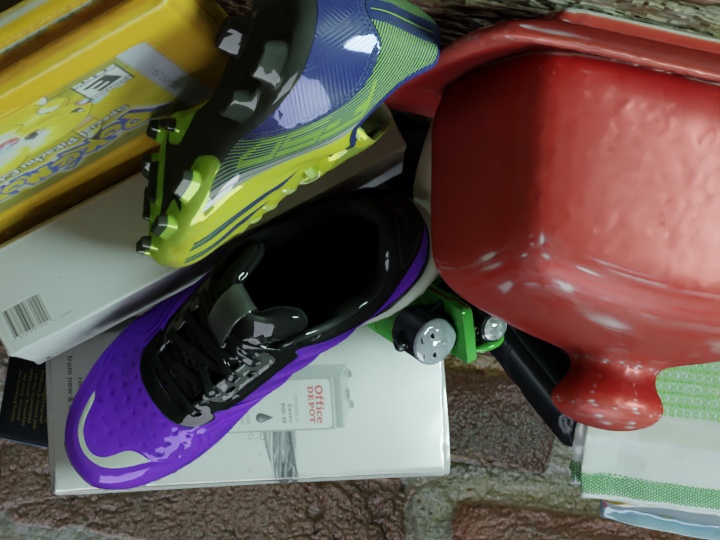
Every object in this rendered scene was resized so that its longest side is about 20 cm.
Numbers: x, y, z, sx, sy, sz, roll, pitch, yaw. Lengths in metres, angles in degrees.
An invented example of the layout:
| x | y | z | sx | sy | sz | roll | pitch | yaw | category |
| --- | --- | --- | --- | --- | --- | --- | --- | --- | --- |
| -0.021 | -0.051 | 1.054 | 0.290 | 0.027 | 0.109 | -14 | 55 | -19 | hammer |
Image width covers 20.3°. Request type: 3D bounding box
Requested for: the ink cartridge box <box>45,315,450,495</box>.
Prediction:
| x | y | z | sx | sy | sz | roll | pitch | yaw | category |
| --- | --- | --- | --- | --- | --- | --- | --- | --- | --- |
| -0.063 | 0.064 | 1.047 | 0.198 | 0.084 | 0.146 | -2 | -179 | -9 | ink cartridge box |

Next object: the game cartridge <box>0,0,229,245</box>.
| x | y | z | sx | sy | sz | roll | pitch | yaw | category |
| --- | --- | --- | --- | --- | --- | --- | --- | --- | --- |
| -0.129 | -0.058 | 0.820 | 0.175 | 0.033 | 0.200 | -28 | 169 | 6 | game cartridge |

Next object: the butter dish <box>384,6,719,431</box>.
| x | y | z | sx | sy | sz | roll | pitch | yaw | category |
| --- | --- | --- | --- | --- | --- | --- | --- | --- | --- |
| 0.107 | -0.010 | 0.800 | 0.198 | 0.149 | 0.200 | 9 | 174 | -13 | butter dish |

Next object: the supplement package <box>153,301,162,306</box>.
| x | y | z | sx | sy | sz | roll | pitch | yaw | category |
| --- | --- | --- | --- | --- | --- | --- | --- | --- | --- |
| -0.159 | -0.049 | 1.020 | 0.198 | 0.115 | 0.109 | 10 | 176 | -20 | supplement package |

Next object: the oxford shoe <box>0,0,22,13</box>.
| x | y | z | sx | sy | sz | roll | pitch | yaw | category |
| --- | --- | --- | --- | --- | --- | --- | --- | --- | --- |
| -0.168 | -0.090 | 0.814 | 0.070 | 0.074 | 0.200 | 11 | 174 | 7 | oxford shoe |

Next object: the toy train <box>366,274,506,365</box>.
| x | y | z | sx | sy | sz | roll | pitch | yaw | category |
| --- | --- | --- | --- | --- | --- | --- | --- | --- | --- |
| 0.000 | 0.000 | 0.996 | 0.056 | 0.042 | 0.200 | -20 | -152 | -25 | toy train |

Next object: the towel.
| x | y | z | sx | sy | sz | roll | pitch | yaw | category |
| --- | --- | --- | --- | --- | --- | --- | --- | --- | --- |
| 0.185 | 0.030 | 0.969 | 0.148 | 0.201 | 0.031 | 8 | -153 | 5 | towel |

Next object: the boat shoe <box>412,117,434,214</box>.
| x | y | z | sx | sy | sz | roll | pitch | yaw | category |
| --- | --- | --- | --- | --- | --- | --- | --- | --- | --- |
| 0.073 | -0.036 | 0.999 | 0.067 | 0.072 | 0.200 | 12 | 173 | 11 | boat shoe |

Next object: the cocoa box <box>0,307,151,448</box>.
| x | y | z | sx | sy | sz | roll | pitch | yaw | category |
| --- | --- | --- | --- | --- | --- | --- | --- | --- | --- |
| -0.139 | 0.027 | 1.327 | 0.130 | 0.202 | 0.133 | 7 | 175 | 28 | cocoa box |

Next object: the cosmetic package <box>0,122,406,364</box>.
| x | y | z | sx | sy | sz | roll | pitch | yaw | category |
| --- | --- | --- | --- | --- | --- | --- | --- | --- | --- |
| -0.077 | -0.026 | 0.924 | 0.199 | 0.051 | 0.083 | -28 | 174 | -3 | cosmetic package |

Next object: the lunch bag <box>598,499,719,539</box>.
| x | y | z | sx | sy | sz | roll | pitch | yaw | category |
| --- | --- | --- | --- | --- | --- | --- | --- | --- | --- |
| 0.235 | 0.055 | 1.055 | 0.198 | 0.171 | 0.127 | 10 | -145 | 11 | lunch bag |

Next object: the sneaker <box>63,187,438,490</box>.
| x | y | z | sx | sy | sz | roll | pitch | yaw | category |
| --- | --- | --- | --- | --- | --- | --- | --- | --- | --- |
| -0.057 | 0.025 | 0.889 | 0.070 | 0.200 | 0.100 | 54 | -177 | 7 | sneaker |

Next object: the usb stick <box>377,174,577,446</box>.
| x | y | z | sx | sy | sz | roll | pitch | yaw | category |
| --- | --- | --- | --- | --- | --- | --- | --- | --- | --- |
| 0.069 | 0.014 | 1.102 | 0.200 | 0.033 | 0.056 | 53 | 174 | 28 | usb stick |

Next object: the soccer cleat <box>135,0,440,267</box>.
| x | y | z | sx | sy | sz | roll | pitch | yaw | category |
| --- | --- | --- | --- | --- | --- | --- | --- | --- | --- |
| -0.034 | -0.049 | 0.799 | 0.083 | 0.065 | 0.200 | 8 | 153 | -23 | soccer cleat |

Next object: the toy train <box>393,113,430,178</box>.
| x | y | z | sx | sy | sz | roll | pitch | yaw | category |
| --- | --- | --- | --- | --- | --- | --- | --- | --- | --- |
| -0.013 | -0.062 | 1.093 | 0.045 | 0.034 | 0.199 | 0 | 180 | -32 | toy train |
